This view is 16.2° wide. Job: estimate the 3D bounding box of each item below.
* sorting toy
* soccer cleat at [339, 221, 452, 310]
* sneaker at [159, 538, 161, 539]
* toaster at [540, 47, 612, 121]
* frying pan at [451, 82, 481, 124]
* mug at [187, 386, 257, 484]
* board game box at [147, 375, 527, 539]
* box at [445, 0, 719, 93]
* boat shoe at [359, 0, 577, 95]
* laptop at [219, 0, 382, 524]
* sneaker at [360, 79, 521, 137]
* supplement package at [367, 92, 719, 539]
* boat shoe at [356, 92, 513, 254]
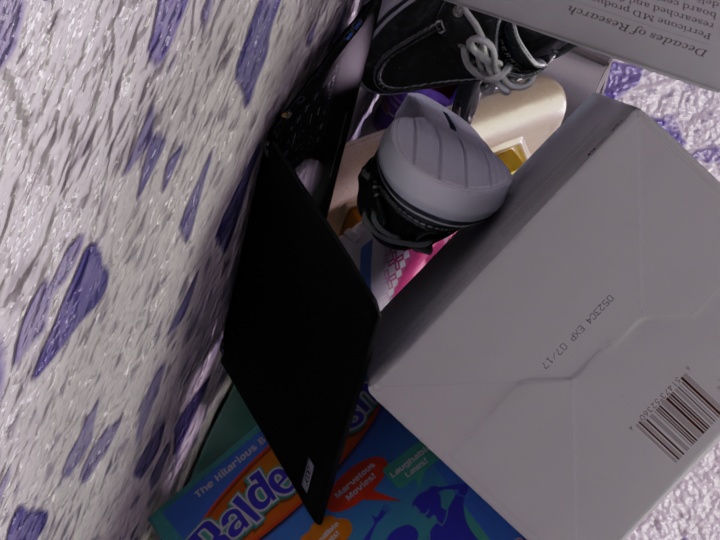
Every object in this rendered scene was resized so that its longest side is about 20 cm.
[{"bbox_3d":[0.038,-0.017,1.574,0.185,0.036,0.200,-21,145,-29],"label":"sorting toy"},{"bbox_3d":[0.000,0.000,1.462,0.200,0.086,0.070,-57,167,-6],"label":"soccer cleat"},{"bbox_3d":[-0.024,0.136,1.436,0.074,0.200,0.079,49,29,-50],"label":"sneaker"},{"bbox_3d":[0.096,-0.085,1.857,0.200,0.118,0.181,94,19,-70],"label":"toaster"},{"bbox_3d":[0.089,-0.148,1.434,0.115,0.031,0.190,-138,-134,-61],"label":"frying pan"},{"bbox_3d":[-0.034,0.130,1.532,0.185,0.114,0.152,106,9,-47],"label":"mug"},{"bbox_3d":[-0.006,0.148,1.331,0.152,0.200,0.045,-41,132,-3],"label":"board game box"},{"bbox_3d":[0.126,-0.225,1.245,0.131,0.200,0.199,94,19,-56],"label":"box"},{"bbox_3d":[0.077,-0.130,1.346,0.074,0.199,0.068,42,37,-45],"label":"boat shoe"},{"bbox_3d":[-0.008,-0.007,1.328,0.200,0.103,0.177,-56,168,-41],"label":"laptop"},{"bbox_3d":[0.071,-0.144,1.597,0.200,0.081,0.084,-61,176,-41],"label":"sneaker"},{"bbox_3d":[0.117,0.027,1.310,0.191,0.147,0.200,-46,-175,4],"label":"supplement package"},{"bbox_3d":[0.035,-0.041,1.349,0.071,0.072,0.200,-62,-177,11],"label":"boat shoe"}]
